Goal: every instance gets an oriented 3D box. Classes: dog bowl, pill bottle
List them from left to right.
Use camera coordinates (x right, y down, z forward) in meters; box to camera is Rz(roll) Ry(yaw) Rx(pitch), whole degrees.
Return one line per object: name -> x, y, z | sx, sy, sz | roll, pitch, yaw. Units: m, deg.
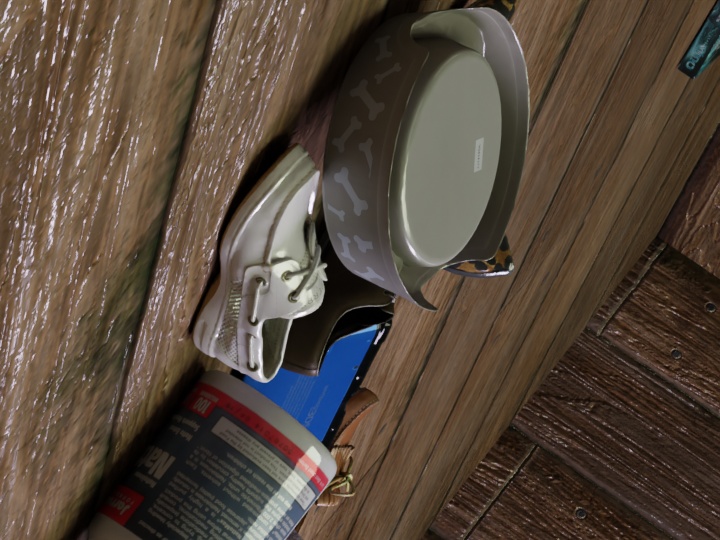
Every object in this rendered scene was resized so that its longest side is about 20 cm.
pill bottle -> -0.119, 0.181, 1.732 | 0.200, 0.120, 0.120 | -53, 170, -13
dog bowl -> 0.042, -0.076, 1.617 | 0.200, 0.059, 0.200 | -37, 133, -53

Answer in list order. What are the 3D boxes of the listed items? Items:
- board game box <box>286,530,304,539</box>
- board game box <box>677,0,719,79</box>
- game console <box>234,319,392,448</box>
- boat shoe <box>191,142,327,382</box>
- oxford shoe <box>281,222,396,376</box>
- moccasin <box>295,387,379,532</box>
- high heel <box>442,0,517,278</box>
board game box -> -0.114, 0.282, 1.924 | 0.097, 0.159, 0.200 | -22, 149, -45
board game box -> 0.479, -0.334, 3.174 | 0.200, 0.028, 0.135 | -41, 162, -54
game console -> -0.055, 0.064, 1.954 | 0.171, 0.118, 0.200 | -10, 144, -31
boat shoe -> -0.051, -0.001, 1.596 | 0.071, 0.069, 0.200 | -44, 164, -36
oxford shoe -> 0.000, 0.000, 1.811 | 0.200, 0.084, 0.073 | -53, 169, -23
moccasin -> -0.043, 0.196, 2.273 | 0.201, 0.078, 0.074 | -55, 170, -2
high heel -> 0.091, -0.095, 1.747 | 0.200, 0.142, 0.071 | -53, 170, -13
